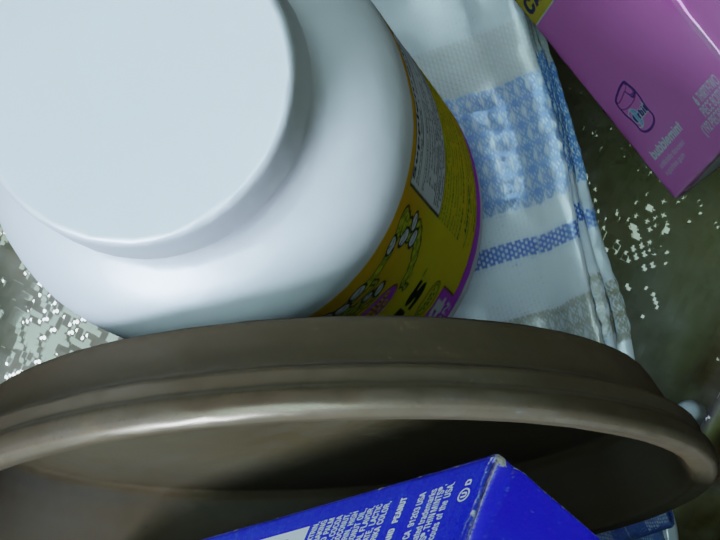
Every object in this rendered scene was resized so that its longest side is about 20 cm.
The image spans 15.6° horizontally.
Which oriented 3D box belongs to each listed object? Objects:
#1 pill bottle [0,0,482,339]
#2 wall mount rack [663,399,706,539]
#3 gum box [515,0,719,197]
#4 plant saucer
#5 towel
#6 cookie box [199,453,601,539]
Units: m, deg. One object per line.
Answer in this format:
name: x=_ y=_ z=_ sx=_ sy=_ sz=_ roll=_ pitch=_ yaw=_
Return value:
pill bottle: x=-0.032 y=-0.027 z=0.659 sx=0.104 sy=0.200 sz=0.105 roll=-2 pitch=81 yaw=11
wall mount rack: x=0.002 y=0.045 z=0.809 sx=0.173 sy=0.075 sz=0.200 roll=-36 pitch=81 yaw=9
gum box: x=0.135 y=-0.126 z=0.757 sx=0.200 sy=0.066 sz=0.114 roll=-35 pitch=82 yaw=-25
plant saucer: x=-0.010 y=0.046 z=0.661 sx=0.199 sy=0.200 sz=0.030 roll=-5 pitch=73 yaw=10
towel: x=0.000 y=0.000 z=0.768 sx=0.146 sy=0.024 sz=0.201 roll=-16 pitch=84 yaw=9
cookie box: x=0.016 y=0.142 z=0.688 sx=0.171 sy=0.200 sz=0.075 roll=41 pitch=53 yaw=-23
